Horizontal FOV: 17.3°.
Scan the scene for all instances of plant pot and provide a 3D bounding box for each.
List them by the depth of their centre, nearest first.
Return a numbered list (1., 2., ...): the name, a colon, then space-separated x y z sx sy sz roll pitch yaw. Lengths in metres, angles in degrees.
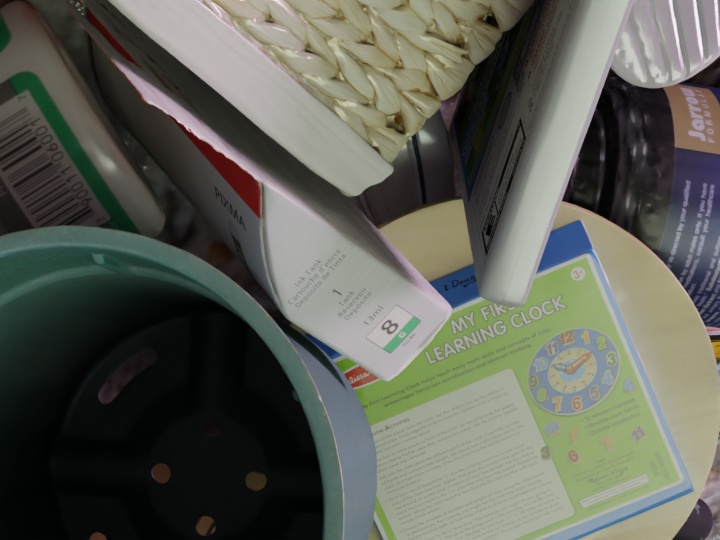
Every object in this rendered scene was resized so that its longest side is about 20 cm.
1. plant pot: -0.083 0.085 0.927 0.200 0.200 0.196 -40 172 9

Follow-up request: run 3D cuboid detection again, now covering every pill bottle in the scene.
1. pill bottle: -0.189 -0.012 0.955 0.200 0.113 0.113 -31 139 -1
2. pill bottle: 0.155 -0.030 1.102 0.200 0.112 0.112 8 127 -14

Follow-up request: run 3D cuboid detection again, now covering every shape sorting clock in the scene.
1. shape sorting clock: 0.060 0.062 1.055 0.200 0.039 0.200 -1 108 -2

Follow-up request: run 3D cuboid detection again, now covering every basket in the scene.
1. basket: -0.039 -0.144 0.909 0.123 0.136 0.200 -44 137 6

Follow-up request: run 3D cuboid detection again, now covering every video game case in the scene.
1. video game case: 0.080 -0.110 0.960 0.022 0.182 0.200 14 113 -8

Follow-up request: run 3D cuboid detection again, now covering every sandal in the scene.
1. sandal: 0.177 -0.167 1.070 0.207 0.059 0.079 -42 107 -4

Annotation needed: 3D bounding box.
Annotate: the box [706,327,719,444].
1. box: 0.168 0.051 1.261 0.200 0.040 0.137 -4 150 -29

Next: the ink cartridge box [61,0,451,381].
1. ink cartridge box: -0.069 -0.048 0.958 0.050 0.161 0.200 -50 137 8

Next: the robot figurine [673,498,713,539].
1. robot figurine: 0.089 0.154 1.217 0.150 0.125 0.200 -59 149 -1

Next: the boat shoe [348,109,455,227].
1. boat shoe: 0.002 0.002 1.116 0.086 0.075 0.202 -20 134 -14

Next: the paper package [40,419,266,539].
1. paper package: -0.086 0.172 1.102 0.200 0.103 0.191 13 85 -16
